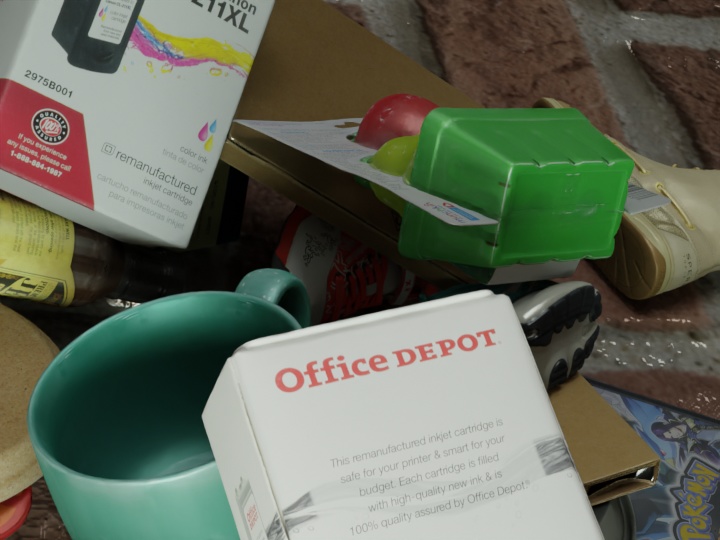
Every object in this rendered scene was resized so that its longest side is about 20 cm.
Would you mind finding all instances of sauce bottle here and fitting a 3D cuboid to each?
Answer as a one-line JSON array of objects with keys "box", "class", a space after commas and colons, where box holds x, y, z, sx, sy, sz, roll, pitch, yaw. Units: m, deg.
[{"box": [-0.199, -0.012, 1.014, 0.200, 0.065, 0.065, 14, 30, -37], "class": "sauce bottle"}]

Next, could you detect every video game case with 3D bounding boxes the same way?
[{"box": [0.169, 0.146, 0.990, 0.180, 0.026, 0.200, 18, 37, 7], "class": "video game case"}]

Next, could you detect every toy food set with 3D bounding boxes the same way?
[{"box": [-0.258, 0.079, 0.933, 0.198, 0.049, 0.200, 24, 38, 14], "class": "toy food set"}]

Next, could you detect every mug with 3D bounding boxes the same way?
[{"box": [-0.076, 0.095, 0.886, 0.185, 0.115, 0.152, -27, 38, -19], "class": "mug"}]

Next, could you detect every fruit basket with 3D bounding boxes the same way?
[{"box": [0.052, -0.057, 0.974, 0.185, 0.094, 0.200, -5, 17, -42], "class": "fruit basket"}]

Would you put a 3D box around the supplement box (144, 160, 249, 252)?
[{"box": [-0.205, -0.111, 1.125, 0.200, 0.134, 0.200, -12, 43, -30], "class": "supplement box"}]

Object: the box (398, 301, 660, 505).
[{"box": [0.053, 0.082, 0.951, 0.163, 0.021, 0.200, -15, 34, -19], "class": "box"}]

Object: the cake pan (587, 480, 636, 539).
[{"box": [0.057, 0.130, 0.933, 0.200, 0.037, 0.200, -2, 33, 1], "class": "cake pan"}]

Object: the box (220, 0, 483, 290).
[{"box": [0.006, -0.090, 1.083, 0.200, 0.021, 0.164, 30, 46, -21], "class": "box"}]

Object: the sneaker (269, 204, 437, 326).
[{"box": [0.000, -0.001, 1.083, 0.108, 0.067, 0.201, 14, 25, 2], "class": "sneaker"}]

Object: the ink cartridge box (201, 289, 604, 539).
[{"box": [0.028, 0.125, 0.753, 0.146, 0.083, 0.200, -11, 68, -21], "class": "ink cartridge box"}]

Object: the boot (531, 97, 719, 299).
[{"box": [0.227, -0.064, 1.244, 0.155, 0.073, 0.200, -9, 44, -26], "class": "boot"}]

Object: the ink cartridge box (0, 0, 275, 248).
[{"box": [-0.146, -0.132, 0.968, 0.146, 0.200, 0.083, 25, -11, -34], "class": "ink cartridge box"}]

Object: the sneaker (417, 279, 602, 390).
[{"box": [0.052, 0.049, 0.926, 0.080, 0.078, 0.200, 21, 28, 40], "class": "sneaker"}]
